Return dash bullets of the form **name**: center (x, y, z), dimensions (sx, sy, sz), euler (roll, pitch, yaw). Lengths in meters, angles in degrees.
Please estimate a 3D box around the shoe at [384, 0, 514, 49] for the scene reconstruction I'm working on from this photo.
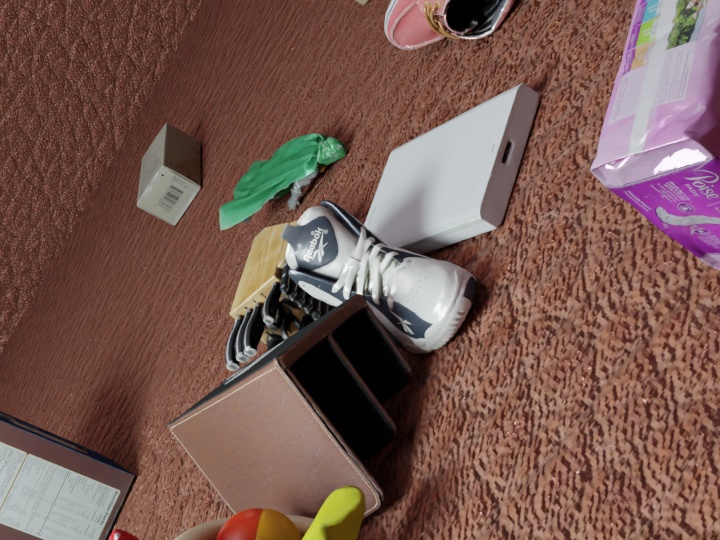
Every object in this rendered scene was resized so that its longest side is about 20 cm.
- **shoe**: center (0.087, -0.266, 1.041), dimensions (0.200, 0.071, 0.091), euler (-29, 32, 45)

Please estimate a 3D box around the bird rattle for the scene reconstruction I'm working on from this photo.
- **bird rattle**: center (-0.081, 0.213, 0.719), dimensions (0.163, 0.200, 0.113), euler (-22, -77, -85)

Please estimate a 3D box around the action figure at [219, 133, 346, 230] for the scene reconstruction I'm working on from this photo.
- **action figure**: center (-0.088, -0.118, 1.263), dimensions (0.200, 0.055, 0.118), euler (-23, 41, 46)

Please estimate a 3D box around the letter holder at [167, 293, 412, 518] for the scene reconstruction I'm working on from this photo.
- **letter holder**: center (-0.042, 0.131, 0.838), dimensions (0.101, 0.142, 0.200), euler (-37, 2, -40)

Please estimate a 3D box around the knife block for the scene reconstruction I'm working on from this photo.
- **knife block**: center (-0.090, 0.034, 1.030), dimensions (0.176, 0.064, 0.200), euler (-54, 20, -18)

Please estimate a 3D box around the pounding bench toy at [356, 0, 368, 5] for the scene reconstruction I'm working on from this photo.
- **pounding bench toy**: center (0.005, -0.497, 1.420), dimensions (0.156, 0.124, 0.200), euler (-37, 32, 45)

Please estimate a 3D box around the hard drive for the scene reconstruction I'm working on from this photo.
- **hard drive**: center (0.071, -0.076, 0.914), dimensions (0.200, 0.026, 0.132), euler (-19, 47, 58)

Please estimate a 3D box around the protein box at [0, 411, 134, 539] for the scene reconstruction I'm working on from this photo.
- **protein box**: center (-0.429, 0.275, 1.330), dimensions (0.199, 0.200, 0.135), euler (-3, 60, 64)

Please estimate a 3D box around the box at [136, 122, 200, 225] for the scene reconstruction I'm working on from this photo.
- **box**: center (-0.339, -0.174, 1.830), dimensions (0.095, 0.078, 0.200), euler (-52, 24, 21)

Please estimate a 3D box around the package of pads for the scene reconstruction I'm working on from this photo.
- **package of pads**: center (0.201, -0.109, 0.549), dimensions (0.076, 0.120, 0.200), euler (-16, 48, 52)

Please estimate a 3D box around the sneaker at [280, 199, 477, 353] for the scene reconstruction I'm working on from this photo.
- **sneaker**: center (0.000, 0.000, 0.837), dimensions (0.080, 0.130, 0.199), euler (-62, 23, 0)
